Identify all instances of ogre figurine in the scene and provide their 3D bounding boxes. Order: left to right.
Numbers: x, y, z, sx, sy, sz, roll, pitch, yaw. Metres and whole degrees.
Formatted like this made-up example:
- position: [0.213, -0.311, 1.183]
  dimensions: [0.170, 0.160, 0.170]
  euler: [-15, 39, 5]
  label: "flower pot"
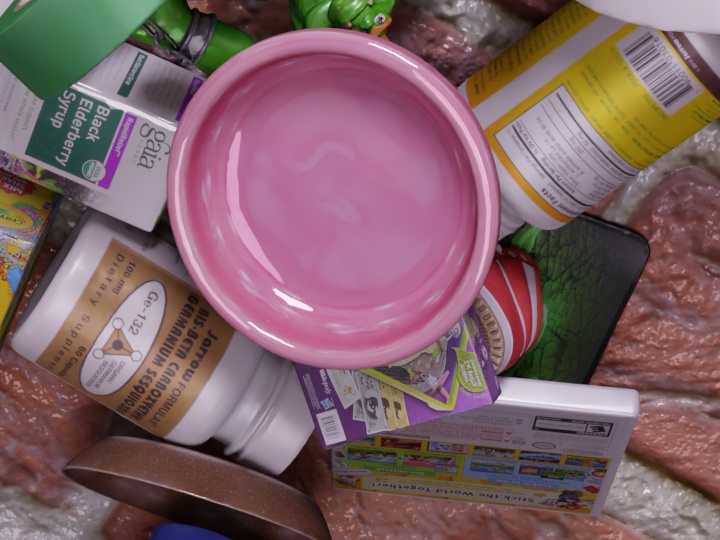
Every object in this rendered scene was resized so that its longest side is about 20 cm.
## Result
- position: [-0.030, -0.182, 1.005]
  dimensions: [0.120, 0.098, 0.201]
  euler: [44, 70, -25]
  label: "ogre figurine"

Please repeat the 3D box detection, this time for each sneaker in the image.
- position: [0.049, -0.022, 1.106]
  dimensions: [0.071, 0.112, 0.201]
  euler: [-34, 80, 24]
  label: "sneaker"

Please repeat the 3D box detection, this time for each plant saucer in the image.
- position: [-0.109, 0.155, 1.177]
  dimensions: [0.198, 0.035, 0.200]
  euler: [15, 164, 4]
  label: "plant saucer"
- position: [-0.013, -0.044, 0.983]
  dimensions: [0.198, 0.051, 0.203]
  euler: [5, 111, 15]
  label: "plant saucer"

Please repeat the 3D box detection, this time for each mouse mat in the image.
- position: [0.093, 0.036, 1.166]
  dimensions: [0.159, 0.008, 0.201]
  euler: [18, 120, -5]
  label: "mouse mat"

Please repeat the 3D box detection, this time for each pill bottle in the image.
- position: [-0.123, 0.053, 1.133]
  dimensions: [0.199, 0.115, 0.115]
  euler: [32, 117, -13]
  label: "pill bottle"
- position: [0.133, -0.100, 1.027]
  dimensions: [0.199, 0.110, 0.109]
  euler: [-35, 111, 22]
  label: "pill bottle"

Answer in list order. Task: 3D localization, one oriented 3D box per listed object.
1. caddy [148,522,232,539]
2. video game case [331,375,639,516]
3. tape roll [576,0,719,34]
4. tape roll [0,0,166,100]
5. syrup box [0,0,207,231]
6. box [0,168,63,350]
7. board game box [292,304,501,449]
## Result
- position: [-0.109, 0.279, 1.240]
  dimensions: [0.199, 0.106, 0.141]
  euler: [29, 139, -11]
  label: "caddy"
- position: [0.078, 0.117, 1.153]
  dimensions: [0.198, 0.023, 0.183]
  euler: [5, 151, 2]
  label: "video game case"
- position: [0.205, -0.197, 0.914]
  dimensions: [0.200, 0.203, 0.071]
  euler: [-1, 120, 6]
  label: "tape roll"
- position: [-0.128, -0.184, 0.952]
  dimensions: [0.200, 0.201, 0.048]
  euler: [-39, 109, 23]
  label: "tape roll"
- position: [-0.200, -0.111, 1.068]
  dimensions: [0.198, 0.082, 0.079]
  euler: [24, 120, -7]
  label: "syrup box"
- position: [-0.321, -0.010, 1.112]
  dimensions: [0.199, 0.122, 0.194]
  euler: [25, 119, -8]
  label: "box"
- position: [0.000, 0.000, 1.039]
  dimensions: [0.119, 0.032, 0.202]
  euler: [-16, 96, 25]
  label: "board game box"
